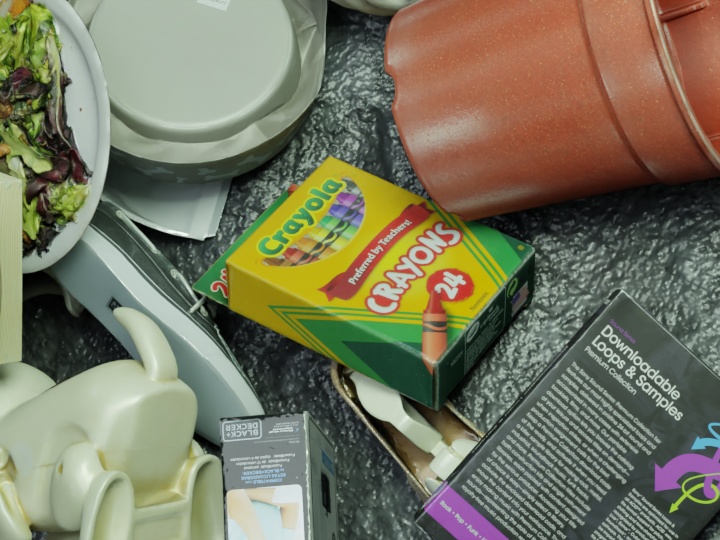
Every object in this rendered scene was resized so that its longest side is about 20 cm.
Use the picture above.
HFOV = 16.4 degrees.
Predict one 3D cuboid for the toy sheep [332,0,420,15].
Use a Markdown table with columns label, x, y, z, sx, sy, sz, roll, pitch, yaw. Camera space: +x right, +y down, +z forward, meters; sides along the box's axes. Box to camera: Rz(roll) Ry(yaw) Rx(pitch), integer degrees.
| label | x | y | z | sx | sy | sz | roll | pitch | yaw |
| --- | --- | --- | --- | --- | --- | --- | --- | --- | --- |
| toy sheep | 0.012 | -0.240 | 1.703 | 0.138 | 0.138 | 0.200 | -56 | 35 | -1 |

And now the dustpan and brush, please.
| label | x | y | z | sx | sy | sz | roll | pitch | yaw |
| --- | --- | --- | --- | --- | --- | --- | --- | --- | --- |
| dustpan and brush | -0.185 | -0.109 | 1.788 | 0.199 | 0.057 | 0.140 | 12 | 80 | 22 |

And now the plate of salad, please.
| label | x | y | z | sx | sy | sz | roll | pitch | yaw |
| --- | --- | --- | --- | --- | --- | --- | --- | --- | --- |
| plate of salad | -0.241 | -0.098 | 1.700 | 0.200 | 0.048 | 0.201 | 3 | 94 | 43 |

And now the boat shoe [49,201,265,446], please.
| label | x | y | z | sx | sy | sz | roll | pitch | yaw |
| --- | --- | --- | --- | --- | --- | --- | --- | --- | --- |
| boat shoe | -0.128 | 0.035 | 1.724 | 0.199 | 0.068 | 0.074 | 43 | 138 | 8 |

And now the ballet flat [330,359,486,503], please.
| label | x | y | z | sx | sy | sz | roll | pitch | yaw |
| --- | --- | --- | --- | --- | --- | --- | --- | --- | --- |
| ballet flat | 0.048 | 0.118 | 1.641 | 0.200 | 0.067 | 0.068 | 42 | 92 | 24 |

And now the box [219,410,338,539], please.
| label | x | y | z | sx | sy | sz | roll | pitch | yaw |
| --- | --- | --- | --- | --- | --- | --- | --- | --- | --- |
| box | -0.049 | 0.202 | 1.626 | 0.060 | 0.117 | 0.201 | -5 | 73 | 7 |

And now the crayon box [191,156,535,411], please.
| label | x | y | z | sx | sy | sz | roll | pitch | yaw |
| --- | --- | --- | --- | --- | --- | --- | --- | --- | --- |
| crayon box | 0.000 | 0.000 | 1.666 | 0.200 | 0.051 | 0.127 | 24 | 51 | 23 |

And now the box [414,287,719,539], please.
| label | x | y | z | sx | sy | sz | roll | pitch | yaw |
| --- | --- | --- | --- | --- | --- | --- | --- | --- | --- |
| box | 0.151 | 0.131 | 1.587 | 0.143 | 0.036 | 0.200 | 42 | 93 | -3 |

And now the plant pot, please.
| label | x | y | z | sx | sy | sz | roll | pitch | yaw |
| --- | --- | --- | --- | --- | --- | --- | --- | --- | --- |
| plant pot | 0.132 | -0.128 | 1.617 | 0.195 | 0.201 | 0.201 | -17 | 71 | 23 |

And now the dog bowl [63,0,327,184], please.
| label | x | y | z | sx | sy | sz | roll | pitch | yaw |
| --- | --- | --- | --- | --- | --- | --- | --- | --- | --- |
| dog bowl | -0.117 | -0.150 | 1.742 | 0.199 | 0.059 | 0.201 | 1 | 64 | -1 |

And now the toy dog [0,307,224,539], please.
| label | x | y | z | sx | sy | sz | roll | pitch | yaw |
| --- | --- | --- | --- | --- | --- | --- | --- | --- | --- |
| toy dog | -0.209 | 0.120 | 1.688 | 0.200 | 0.139 | 0.195 | 8 | 107 | 38 |

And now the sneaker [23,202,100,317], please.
| label | x | y | z | sx | sy | sz | roll | pitch | yaw |
| --- | --- | --- | --- | --- | --- | --- | --- | --- | --- |
| sneaker | -0.274 | -0.023 | 1.790 | 0.199 | 0.075 | 0.090 | 10 | 74 | 23 |

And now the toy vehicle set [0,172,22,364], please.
| label | x | y | z | sx | sy | sz | roll | pitch | yaw |
| --- | --- | --- | --- | --- | --- | --- | --- | --- | --- |
| toy vehicle set | -0.294 | -0.018 | 1.719 | 0.200 | 0.026 | 0.125 | 19 | 111 | 50 |
